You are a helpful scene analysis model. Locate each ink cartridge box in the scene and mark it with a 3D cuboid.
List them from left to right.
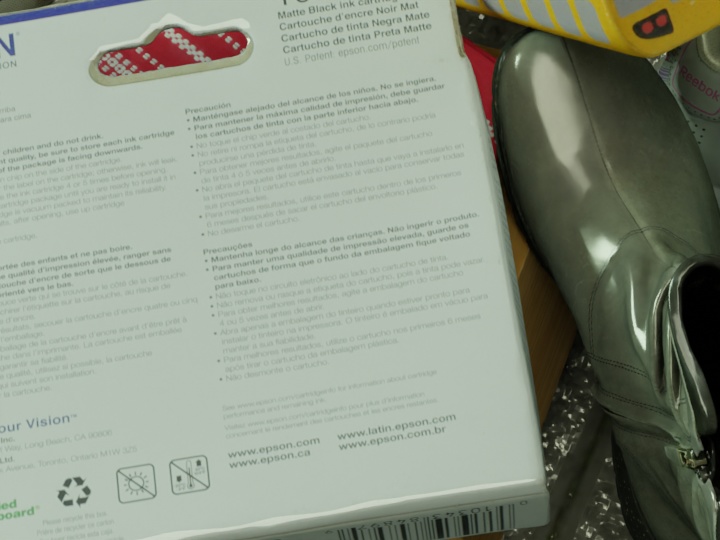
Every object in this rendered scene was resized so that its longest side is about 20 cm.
[{"bbox_3d":[-0.051,0.001,0.792,0.199,0.041,0.201,-9,65,1],"label":"ink cartridge box"}]

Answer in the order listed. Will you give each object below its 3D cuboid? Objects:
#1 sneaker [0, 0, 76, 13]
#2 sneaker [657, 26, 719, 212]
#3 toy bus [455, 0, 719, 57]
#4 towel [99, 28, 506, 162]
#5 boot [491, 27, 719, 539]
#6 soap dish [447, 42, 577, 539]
[{"bbox_3d":[-0.173,-0.076,0.947,0.074,0.079,0.201,26,76,16],"label":"sneaker"},{"bbox_3d":[0.178,-0.091,0.880,0.081,0.088,0.200,38,61,20],"label":"sneaker"},{"bbox_3d":[0.059,-0.127,0.811,0.065,0.200,0.079,-29,110,-13],"label":"toy bus"},{"bbox_3d":[-0.049,-0.030,0.840,0.144,0.023,0.200,37,73,20],"label":"towel"},{"bbox_3d":[0.100,0.005,0.767,0.067,0.131,0.201,-17,86,-5],"label":"boot"},{"bbox_3d":[0.000,0.000,0.877,0.157,0.081,0.201,16,65,14],"label":"soap dish"}]
